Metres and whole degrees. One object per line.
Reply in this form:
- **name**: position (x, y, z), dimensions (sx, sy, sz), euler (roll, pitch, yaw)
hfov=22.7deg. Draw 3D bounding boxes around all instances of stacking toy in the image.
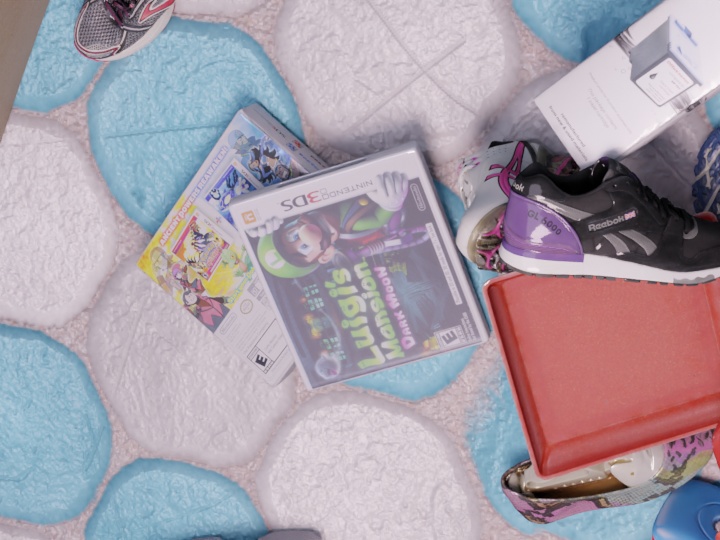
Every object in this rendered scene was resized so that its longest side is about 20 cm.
- **stacking toy**: position (0.279, 0.295, 1.584), dimensions (0.116, 0.110, 0.201), euler (32, 125, 10)

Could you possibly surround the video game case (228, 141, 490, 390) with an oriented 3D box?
- **video game case**: position (0.000, 0.000, 1.612), dimensions (0.181, 0.023, 0.201), euler (-16, 113, 15)

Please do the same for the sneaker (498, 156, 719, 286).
- **sneaker**: position (0.210, -0.042, 1.391), dimensions (0.199, 0.076, 0.088), euler (1, 112, -12)

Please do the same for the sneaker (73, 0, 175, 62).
- **sneaker**: position (-0.200, -0.268, 1.645), dimensions (0.200, 0.075, 0.081), euler (-42, 86, 27)

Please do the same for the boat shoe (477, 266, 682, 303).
- **boat shoe**: position (0.191, 0.003, 1.547), dimensions (0.198, 0.075, 0.067), euler (-1, 101, 10)

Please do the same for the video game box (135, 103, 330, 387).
- **video game box**: position (-0.090, -0.022, 1.678), dimensions (0.182, 0.047, 0.200), euler (40, 116, 5)

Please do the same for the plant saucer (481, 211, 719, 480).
- **plant saucer**: position (0.216, 0.059, 1.502), dimensions (0.199, 0.037, 0.201), euler (-18, 115, 1)

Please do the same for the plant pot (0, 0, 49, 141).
- **plant pot**: position (-0.442, -0.231, 1.703), dimensions (0.199, 0.177, 0.201), euler (31, 115, 13)

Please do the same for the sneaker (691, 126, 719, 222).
- **sneaker**: position (0.344, -0.030, 1.475), dimensions (0.077, 0.085, 0.201), euler (-42, 63, 38)

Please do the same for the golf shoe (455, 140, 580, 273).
- **golf shoe**: position (0.112, -0.057, 1.495), dimensions (0.092, 0.200, 0.073), euler (24, 116, 15)

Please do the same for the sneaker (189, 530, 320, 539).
- **sneaker**: position (-0.122, 0.324, 1.769), dimensions (0.199, 0.075, 0.116), euler (-9, 97, 22)

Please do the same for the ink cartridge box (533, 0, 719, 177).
- **ink cartridge box**: position (0.255, -0.171, 1.431), dimensions (0.200, 0.146, 0.086), euler (-38, 87, 27)

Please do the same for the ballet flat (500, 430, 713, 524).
- **ballet flat**: position (0.212, 0.174, 1.581), dimensions (0.199, 0.071, 0.069), euler (-21, 56, 29)

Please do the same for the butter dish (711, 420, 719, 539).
- **butter dish**: position (0.368, 0.118, 1.461), dimensions (0.199, 0.200, 0.148), euler (-45, 62, 26)
